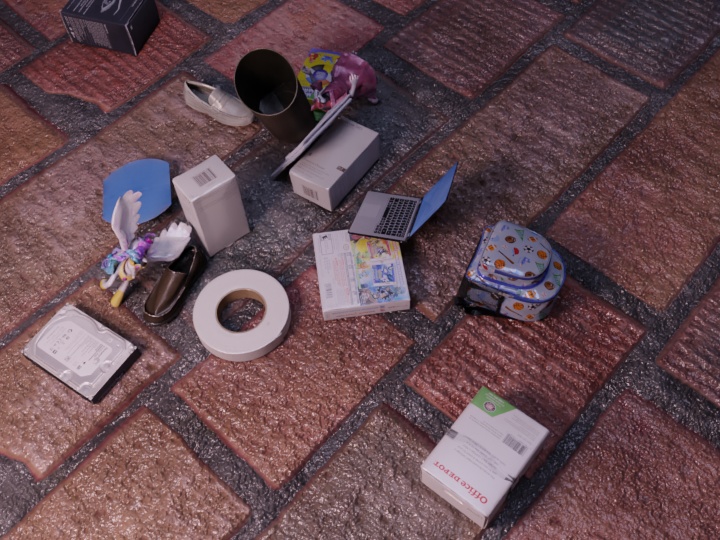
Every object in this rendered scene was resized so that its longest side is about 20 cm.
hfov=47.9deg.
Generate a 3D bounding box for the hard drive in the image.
[{"bbox_3d":[-0.564,0.165,1.632,0.200,0.038,0.140,29,63,19],"label":"hard drive"}]

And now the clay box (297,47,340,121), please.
[{"bbox_3d":[-0.099,-0.460,2.005,0.115,0.048,0.200,13,58,11],"label":"clay box"}]

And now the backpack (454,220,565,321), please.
[{"bbox_3d":[0.314,0.004,1.628,0.190,0.154,0.200,24,58,6],"label":"backpack"}]

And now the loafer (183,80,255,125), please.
[{"bbox_3d":[-0.347,-0.409,1.971,0.199,0.070,0.070,21,60,16],"label":"loafer"}]

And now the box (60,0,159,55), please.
[{"bbox_3d":[-0.658,-0.670,2.138,0.199,0.104,0.148,16,59,12],"label":"box"}]

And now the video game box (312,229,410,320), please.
[{"bbox_3d":[0.000,0.000,1.702,0.182,0.047,0.201,-8,57,-1],"label":"video game box"}]

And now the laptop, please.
[{"bbox_3d":[0.093,-0.156,1.721,0.199,0.116,0.187,10,34,10],"label":"laptop"}]

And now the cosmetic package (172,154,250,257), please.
[{"bbox_3d":[-0.312,-0.134,1.715,0.113,0.200,0.081,-34,62,-20],"label":"cosmetic package"}]

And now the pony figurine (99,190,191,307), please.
[{"bbox_3d":[-0.460,-0.037,1.664,0.166,0.200,0.194,29,55,-22],"label":"pony figurine"}]

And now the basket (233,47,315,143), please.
[{"bbox_3d":[-0.184,-0.383,1.855,0.136,0.200,0.181,-34,68,2],"label":"basket"}]

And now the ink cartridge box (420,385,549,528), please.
[{"bbox_3d":[0.220,0.333,1.450,0.146,0.084,0.200,34,65,23],"label":"ink cartridge box"}]

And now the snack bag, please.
[{"bbox_3d":[-0.114,-0.301,1.830,0.021,0.200,0.189,44,62,-10],"label":"snack bag"}]

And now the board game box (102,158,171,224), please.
[{"bbox_3d":[-0.504,-0.168,1.846,0.157,0.039,0.200,-14,52,0],"label":"board game box"}]

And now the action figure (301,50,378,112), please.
[{"bbox_3d":[-0.056,-0.427,1.915,0.134,0.149,0.200,28,59,22],"label":"action figure"}]

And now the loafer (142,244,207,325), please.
[{"bbox_3d":[-0.396,0.023,1.693,0.073,0.071,0.200,18,60,14],"label":"loafer"}]

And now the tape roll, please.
[{"bbox_3d":[-0.242,0.090,1.662,0.202,0.037,0.203,-1,57,2],"label":"tape roll"}]

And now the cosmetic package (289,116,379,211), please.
[{"bbox_3d":[-0.054,-0.244,1.833,0.113,0.081,0.200,27,63,21],"label":"cosmetic package"}]
